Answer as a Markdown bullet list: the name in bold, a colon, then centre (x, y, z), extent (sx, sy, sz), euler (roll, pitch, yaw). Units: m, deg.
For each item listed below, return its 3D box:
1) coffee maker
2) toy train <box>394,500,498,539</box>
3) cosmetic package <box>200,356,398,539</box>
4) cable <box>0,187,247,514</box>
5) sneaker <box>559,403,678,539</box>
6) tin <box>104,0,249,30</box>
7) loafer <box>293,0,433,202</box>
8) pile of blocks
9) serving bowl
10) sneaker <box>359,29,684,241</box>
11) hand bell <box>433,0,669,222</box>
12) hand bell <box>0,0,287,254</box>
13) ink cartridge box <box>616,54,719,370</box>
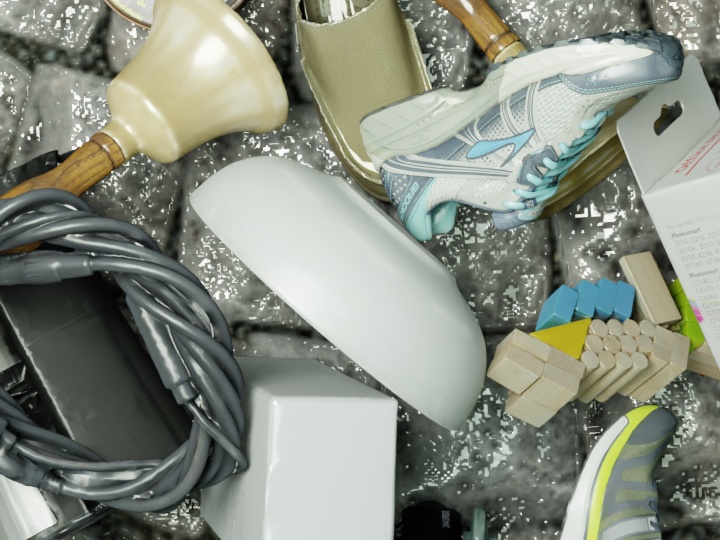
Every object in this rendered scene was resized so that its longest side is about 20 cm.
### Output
- **coffee maker**: centre (-0.175, 0.043, 1.025), extent (0.192, 0.135, 0.200), euler (-31, 91, 3)
- **toy train**: centre (0.038, 0.208, 0.997), extent (0.085, 0.200, 0.114), euler (4, 107, 0)
- **cosmetic package**: centre (-0.039, 0.108, 0.984), extent (0.071, 0.200, 0.102), euler (2, 94, -14)
- **cable**: centre (-0.142, 0.047, 0.915), extent (0.200, 0.051, 0.163), euler (28, 111, -3)
- **sneaker**: centre (0.153, 0.169, 1.014), extent (0.081, 0.074, 0.200), euler (18, 62, 13)
- **tin**: centre (-0.099, -0.241, 1.056), extent (0.112, 0.042, 0.200), euler (17, 94, -1)
- **loafer**: centre (-0.005, -0.135, 1.041), extent (0.076, 0.067, 0.200), euler (-21, 89, 6)
- **pile of blocks**: centre (0.148, 0.041, 1.028), extent (0.200, 0.062, 0.082), euler (-6, 64, -30)
- **serving bowl**: centre (0.000, 0.000, 0.981), extent (0.200, 0.200, 0.066), euler (41, 94, 0)
- **sneaker**: centre (0.095, -0.072, 0.956), extent (0.200, 0.078, 0.087), euler (-19, 87, 39)
- **hand bell**: centre (0.081, -0.139, 1.040), extent (0.104, 0.104, 0.200), euler (-38, 79, 4)
- **hand bell**: centre (-0.145, -0.060, 0.971), extent (0.104, 0.104, 0.200), euler (46, 67, 0)
- **ink cartridge box**: centre (0.231, -0.023, 0.989), extent (0.068, 0.115, 0.200), euler (-15, 108, 42)
